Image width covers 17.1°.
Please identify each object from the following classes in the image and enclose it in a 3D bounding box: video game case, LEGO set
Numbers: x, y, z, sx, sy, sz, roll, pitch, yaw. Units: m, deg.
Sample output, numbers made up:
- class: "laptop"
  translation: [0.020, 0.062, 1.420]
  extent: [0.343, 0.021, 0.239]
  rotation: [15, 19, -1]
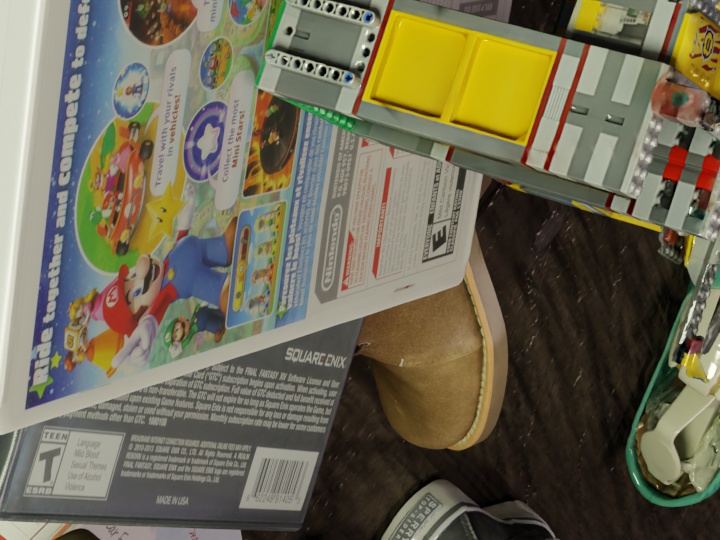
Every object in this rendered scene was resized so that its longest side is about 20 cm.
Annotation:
- class: "video game case"
  translation: [-0.027, -0.032, 0.606]
  extent: [0.143, 0.019, 0.201]
  rotation: [13, 93, -61]
- class: "LEGO set"
  translation: [0.074, -0.070, 0.582]
  extent: [0.200, 0.116, 0.154]
  rotation: [37, 73, -60]
- class: "video game case"
  translation: [-0.020, -0.050, 0.573]
  extent: [0.200, 0.018, 0.144]
  rotation: [-17, 120, -56]

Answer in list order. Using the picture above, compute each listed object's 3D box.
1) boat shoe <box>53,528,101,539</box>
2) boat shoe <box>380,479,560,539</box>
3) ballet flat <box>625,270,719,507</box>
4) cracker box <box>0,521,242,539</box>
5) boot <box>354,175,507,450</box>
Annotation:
- class: "boat shoe"
  translation: [-0.086, 0.160, 0.631]
  extent: [0.072, 0.066, 0.201]
  rotation: [-27, 145, -49]
- class: "boat shoe"
  translation: [0.067, 0.143, 1.080]
  extent: [0.072, 0.068, 0.200]
  rotation: [-53, 159, -3]
- class: "ballet flat"
  translation: [0.175, 0.051, 1.167]
  extent: [0.070, 0.067, 0.200]
  rotation: [-48, 160, -38]
- class: "cracker box"
  translation: [-0.119, 0.116, 0.668]
  extent: [0.200, 0.058, 0.134]
  rotation: [-44, 156, -23]
- class: "boot"
  translation: [0.000, 0.000, 0.754]
  extent: [0.075, 0.074, 0.200]
  rotation: [-32, 145, -16]
